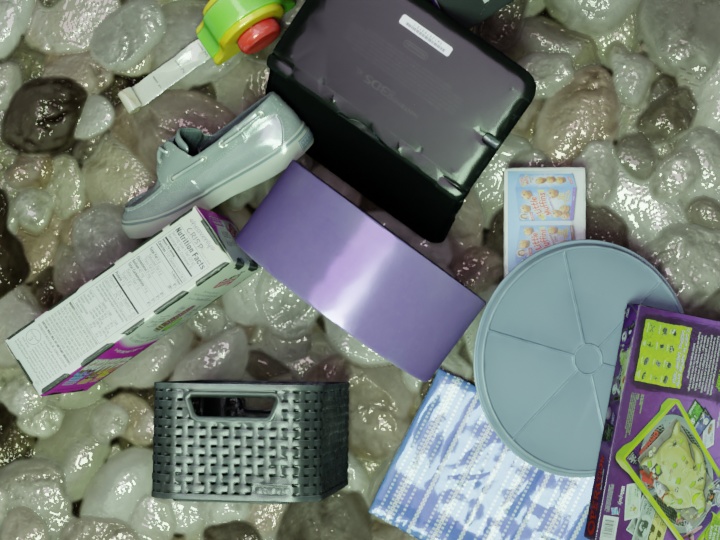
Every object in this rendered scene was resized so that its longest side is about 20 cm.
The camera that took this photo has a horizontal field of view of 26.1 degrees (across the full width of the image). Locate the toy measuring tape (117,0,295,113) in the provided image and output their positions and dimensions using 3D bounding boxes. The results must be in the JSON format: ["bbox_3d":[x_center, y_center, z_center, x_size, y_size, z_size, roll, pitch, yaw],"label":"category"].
[{"bbox_3d":[-0.135,-0.207,1.377,0.200,0.074,0.074,-33,84,4],"label":"toy measuring tape"}]

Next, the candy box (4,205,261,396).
[{"bbox_3d":[-0.192,0.027,1.339,0.200,0.136,0.061,-34,85,4],"label":"candy box"}]

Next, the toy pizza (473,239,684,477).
[{"bbox_3d":[0.186,0.074,1.313,0.200,0.032,0.200,-1,92,-17],"label":"toy pizza"}]

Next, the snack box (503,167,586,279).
[{"bbox_3d":[0.160,0.011,1.350,0.072,0.024,0.200,0,87,7],"label":"snack box"}]

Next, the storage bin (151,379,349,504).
[{"bbox_3d":[-0.086,0.138,1.287,0.135,0.200,0.094,1,88,7],"label":"storage bin"}]

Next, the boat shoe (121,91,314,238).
[{"bbox_3d":[-0.136,-0.095,1.348,0.201,0.070,0.072,-26,108,24],"label":"boat shoe"}]

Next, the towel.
[{"bbox_3d":[0.124,0.193,1.347,0.200,0.024,0.145,27,90,8],"label":"towel"}]

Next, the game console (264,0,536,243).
[{"bbox_3d":[0.028,-0.143,1.315,0.200,0.116,0.176,36,101,6],"label":"game console"}]

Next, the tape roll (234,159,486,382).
[{"bbox_3d":[0.000,0.000,1.284,0.200,0.200,0.085,36,92,8],"label":"tape roll"}]

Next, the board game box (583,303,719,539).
[{"bbox_3d":[0.262,0.136,1.307,0.120,0.032,0.200,12,88,-14],"label":"board game box"}]

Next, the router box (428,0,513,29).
[{"bbox_3d":[0.126,-0.301,1.316,0.200,0.051,0.149,-33,43,4],"label":"router box"}]

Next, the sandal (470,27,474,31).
[{"bbox_3d":[0.076,-0.202,1.355,0.200,0.080,0.054,-35,105,0],"label":"sandal"}]
